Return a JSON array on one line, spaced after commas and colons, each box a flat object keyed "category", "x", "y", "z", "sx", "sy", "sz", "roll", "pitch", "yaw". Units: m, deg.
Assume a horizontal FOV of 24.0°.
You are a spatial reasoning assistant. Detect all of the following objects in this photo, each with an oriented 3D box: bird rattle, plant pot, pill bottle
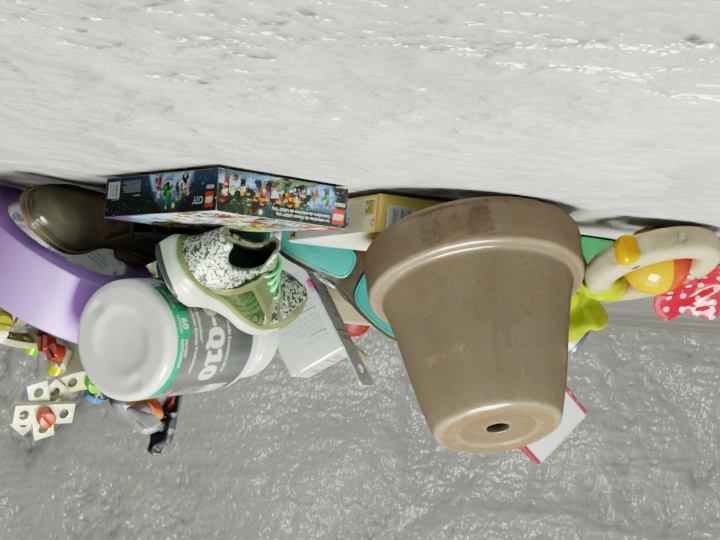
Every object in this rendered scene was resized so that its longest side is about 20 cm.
[{"category": "bird rattle", "x": 0.273, "y": 0.005, "z": 1.581, "sx": 0.198, "sy": 0.114, "sz": 0.163, "roll": 3, "pitch": 161, "yaw": -15}, {"category": "plant pot", "x": 0.108, "y": 0.057, "z": 1.469, "sx": 0.198, "sy": 0.176, "sz": 0.201, "roll": -6, "pitch": 153, "yaw": -3}, {"category": "pill bottle", "x": -0.169, "y": 0.062, "z": 1.623, "sx": 0.112, "sy": 0.115, "sz": 0.199, "roll": 3, "pitch": -177, "yaw": 29}]

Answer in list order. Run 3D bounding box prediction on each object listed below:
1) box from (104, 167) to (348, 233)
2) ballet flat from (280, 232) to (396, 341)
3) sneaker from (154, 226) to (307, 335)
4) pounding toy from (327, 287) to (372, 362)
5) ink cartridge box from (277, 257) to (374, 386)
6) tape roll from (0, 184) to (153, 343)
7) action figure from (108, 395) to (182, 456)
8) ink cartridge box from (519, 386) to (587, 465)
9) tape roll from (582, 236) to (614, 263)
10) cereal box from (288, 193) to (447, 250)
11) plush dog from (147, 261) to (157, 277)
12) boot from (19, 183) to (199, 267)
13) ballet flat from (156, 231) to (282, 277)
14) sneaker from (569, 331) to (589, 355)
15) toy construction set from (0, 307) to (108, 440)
[{"category": "box", "x": -0.122, "y": -0.060, "z": 1.508, "sx": 0.135, "sy": 0.038, "sz": 0.199, "roll": 8, "pitch": 175, "yaw": -36}, {"category": "ballet flat", "x": 0.000, "y": 0.000, "z": 1.706, "sx": 0.199, "sy": 0.068, "sz": 0.068, "roll": 38, "pitch": -171, "yaw": -1}, {"category": "sneaker", "x": -0.098, "y": 0.004, "z": 1.575, "sx": 0.088, "sy": 0.078, "sz": 0.199, "roll": -25, "pitch": 156, "yaw": 27}, {"category": "pounding toy", "x": -0.043, "y": 0.033, "z": 2.018, "sx": 0.182, "sy": 0.144, "sz": 0.200, "roll": 6, "pitch": 176, "yaw": -18}, {"category": "ink cartridge box", "x": -0.063, "y": 0.047, "z": 1.793, "sx": 0.067, "sy": 0.202, "sz": 0.115, "roll": -28, "pitch": 173, "yaw": 5}, {"category": "tape roll", "x": -0.304, "y": -0.005, "z": 1.672, "sx": 0.199, "sy": 0.066, "sz": 0.200, "roll": 31, "pitch": -168, "yaw": -7}, {"category": "action figure", "x": -0.227, "y": 0.089, "z": 1.804, "sx": 0.103, "sy": 0.202, "sz": 0.193, "roll": 12, "pitch": 167, "yaw": -17}, {"category": "ink cartridge box", "x": 0.131, "y": 0.099, "z": 1.826, "sx": 0.147, "sy": 0.083, "sz": 0.200, "roll": 48, "pitch": 175, "yaw": -39}, {"category": "tape roll", "x": 0.195, "y": -0.008, "z": 1.813, "sx": 0.198, "sy": 0.049, "sz": 0.200, "roll": 5, "pitch": 177, "yaw": 0}, {"category": "cereal box", "x": 0.035, "y": -0.041, "z": 1.581, "sx": 0.142, "sy": 0.040, "sz": 0.199, "roll": 6, "pitch": 177, "yaw": -26}, {"category": "plush dog", "x": -0.271, "y": 0.000, "z": 1.866, "sx": 0.160, "sy": 0.201, "sz": 0.172, "roll": 38, "pitch": 178, "yaw": 20}, {"category": "boot", "x": -0.232, "y": -0.058, "z": 1.628, "sx": 0.096, "sy": 0.076, "sz": 0.199, "roll": -20, "pitch": 162, "yaw": 28}, {"category": "ballet flat", "x": -0.130, "y": -0.027, "z": 1.702, "sx": 0.063, "sy": 0.068, "sz": 0.199, "roll": -11, "pitch": 172, "yaw": -45}, {"category": "sneaker", "x": 0.178, "y": 0.036, "z": 1.804, "sx": 0.082, "sy": 0.070, "sz": 0.200, "roll": 40, "pitch": 173, "yaw": -15}, {"category": "toy construction set", "x": -0.310, "y": 0.079, "z": 1.663, "sx": 0.130, "sy": 0.092, "sz": 0.201, "roll": 22, "pitch": -154, "yaw": -40}]
